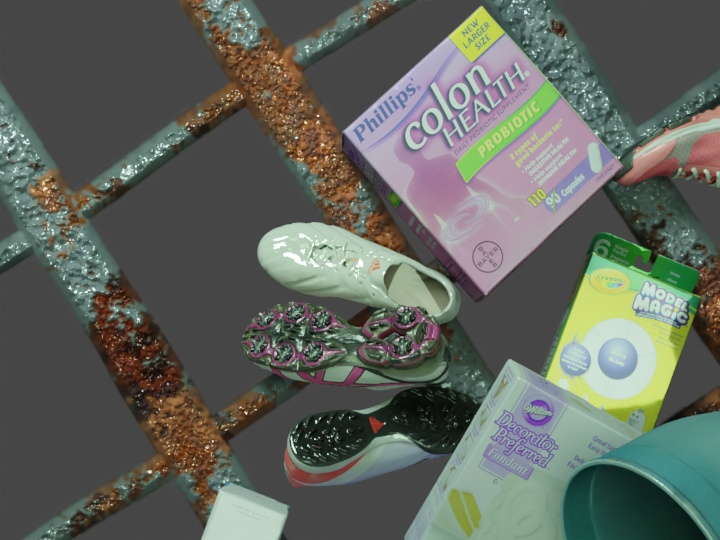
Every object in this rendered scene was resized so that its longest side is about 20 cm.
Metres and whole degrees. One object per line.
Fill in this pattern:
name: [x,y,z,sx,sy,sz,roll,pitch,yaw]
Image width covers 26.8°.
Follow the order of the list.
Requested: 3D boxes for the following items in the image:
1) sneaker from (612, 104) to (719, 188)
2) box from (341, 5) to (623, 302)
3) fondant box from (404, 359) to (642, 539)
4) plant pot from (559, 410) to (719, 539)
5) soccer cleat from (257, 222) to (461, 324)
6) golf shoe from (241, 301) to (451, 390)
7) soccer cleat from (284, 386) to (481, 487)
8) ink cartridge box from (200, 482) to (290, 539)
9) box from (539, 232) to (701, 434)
sneaker: [0.336,-0.109,1.426,0.198,0.074,0.088,-22,87,-3]
box: [0.110,-0.105,1.409,0.176,0.097,0.200,-41,87,-4]
fondant box: [0.149,0.204,1.368,0.143,0.058,0.202,28,100,-8]
plant pot: [0.303,0.209,1.272,0.187,0.200,0.202,-26,86,-30]
soccer cleat: [0.000,0.000,1.406,0.197,0.078,0.070,17,85,0]
golf shoe: [-0.014,0.081,1.399,0.197,0.092,0.073,3,56,20]
soccer cleat: [0.023,0.159,1.407,0.197,0.074,0.069,-9,59,-19]
ink cartridge box: [-0.128,0.299,1.358,0.067,0.115,0.202,20,85,1]
box: [0.240,0.073,1.422,0.116,0.048,0.202,21,83,-1]
